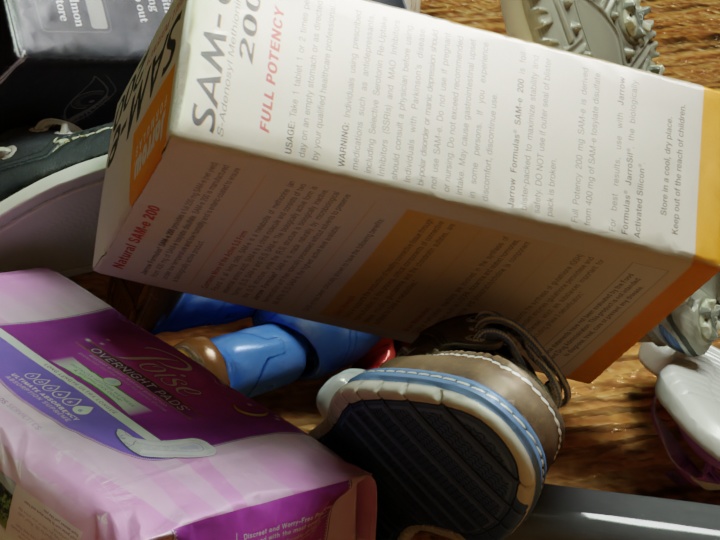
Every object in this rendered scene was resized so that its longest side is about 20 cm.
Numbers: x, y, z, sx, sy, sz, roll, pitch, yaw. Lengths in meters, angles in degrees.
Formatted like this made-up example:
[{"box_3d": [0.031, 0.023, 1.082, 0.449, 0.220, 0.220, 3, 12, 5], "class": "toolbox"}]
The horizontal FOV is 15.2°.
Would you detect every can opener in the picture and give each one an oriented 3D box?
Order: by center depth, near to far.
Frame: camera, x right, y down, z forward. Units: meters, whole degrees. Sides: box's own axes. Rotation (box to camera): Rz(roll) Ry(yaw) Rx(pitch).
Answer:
[{"box_3d": [0.138, 0.117, 0.999, 0.199, 0.053, 0.067, 10, 23, -2], "class": "can opener"}]

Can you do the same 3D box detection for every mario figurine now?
[{"box_3d": [0.000, 0.000, 1.131, 0.199, 0.124, 0.106, -12, 14, -36], "class": "mario figurine"}]

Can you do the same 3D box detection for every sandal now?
[{"box_3d": [0.151, 0.070, 1.131, 0.082, 0.050, 0.203, 26, 10, -1], "class": "sandal"}]

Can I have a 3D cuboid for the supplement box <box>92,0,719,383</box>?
[{"box_3d": [0.016, -0.032, 0.964, 0.199, 0.126, 0.074, 13, 65, -14], "class": "supplement box"}]

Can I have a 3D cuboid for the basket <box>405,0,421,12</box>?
[{"box_3d": [-0.056, -0.219, 1.510, 0.197, 0.201, 0.161, 10, 19, -8], "class": "basket"}]

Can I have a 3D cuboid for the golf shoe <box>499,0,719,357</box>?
[{"box_3d": [0.080, -0.047, 1.087, 0.097, 0.200, 0.078, -2, 36, 35], "class": "golf shoe"}]

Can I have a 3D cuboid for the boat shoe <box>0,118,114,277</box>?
[{"box_3d": [-0.133, -0.028, 1.066, 0.199, 0.076, 0.061, -22, 57, 10], "class": "boat shoe"}]

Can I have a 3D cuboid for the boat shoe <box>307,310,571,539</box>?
[{"box_3d": [0.032, 0.049, 0.955, 0.072, 0.072, 0.200, -43, 6, -18], "class": "boat shoe"}]

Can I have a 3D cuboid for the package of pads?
[{"box_3d": [-0.102, 0.069, 0.969, 0.120, 0.076, 0.200, -12, 32, -44], "class": "package of pads"}]

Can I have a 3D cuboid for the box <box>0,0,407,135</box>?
[{"box_3d": [-0.117, -0.097, 1.165, 0.199, 0.197, 0.118, -3, 69, -37], "class": "box"}]
